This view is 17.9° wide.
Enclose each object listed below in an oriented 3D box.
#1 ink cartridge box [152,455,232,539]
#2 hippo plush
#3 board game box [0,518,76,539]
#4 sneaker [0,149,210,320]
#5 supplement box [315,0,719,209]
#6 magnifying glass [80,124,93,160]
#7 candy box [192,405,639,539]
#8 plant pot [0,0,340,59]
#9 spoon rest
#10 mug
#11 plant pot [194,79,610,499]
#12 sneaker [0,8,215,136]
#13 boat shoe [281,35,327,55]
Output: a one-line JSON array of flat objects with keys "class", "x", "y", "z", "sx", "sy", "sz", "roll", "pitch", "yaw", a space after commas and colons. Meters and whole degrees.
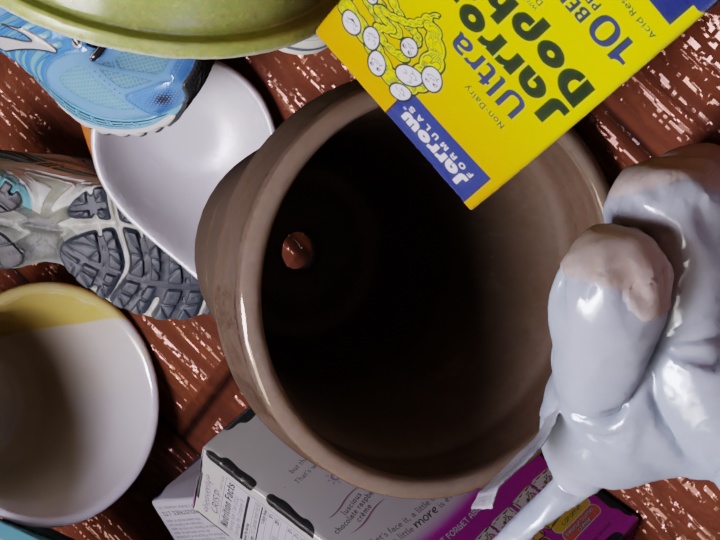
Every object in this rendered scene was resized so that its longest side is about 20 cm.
[{"class": "ink cartridge box", "x": -0.021, "y": 0.197, "z": 1.390, "sx": 0.136, "sy": 0.076, "sz": 0.200, "roll": -11, "pitch": 113, "yaw": 51}, {"class": "hippo plush", "x": 0.164, "y": 0.051, "z": 0.982, "sx": 0.161, "sy": 0.200, "sz": 0.159, "roll": 25, "pitch": 160, "yaw": 18}, {"class": "board game box", "x": -0.161, "y": 0.211, "z": 1.461, "sx": 0.151, "sy": 0.047, "sz": 0.200, "roll": 24, "pitch": 173, "yaw": 5}, {"class": "sneaker", "x": -0.151, "y": -0.035, "z": 1.328, "sx": 0.200, "sy": 0.086, "sz": 0.078, "roll": 16, "pitch": 116, "yaw": 8}, {"class": "supplement box", "x": 0.088, "y": -0.131, "z": 0.947, "sx": 0.109, "sy": 0.109, "sz": 0.200, "roll": 49, "pitch": 145, "yaw": 1}, {"class": "magnifying glass", "x": -0.169, "y": -0.150, "z": 1.278, "sx": 0.079, "sy": 0.022, "sz": 0.200, "roll": 12, "pitch": 131, "yaw": 40}, {"class": "candy box", "x": 0.028, "y": 0.131, "z": 1.226, "sx": 0.200, "sy": 0.136, "sz": 0.061, "roll": 36, "pitch": 141, "yaw": 18}, {"class": "plant pot", "x": -0.081, "y": -0.224, "z": 0.997, "sx": 0.200, "sy": 0.200, "sz": 0.185, "roll": 32, "pitch": 129, "yaw": 22}, {"class": "spoon rest", "x": -0.073, "y": -0.026, "z": 1.242, "sx": 0.200, "sy": 0.099, "sz": 0.061, "roll": 62, "pitch": -173, "yaw": -24}, {"class": "mug", "x": -0.227, "y": 0.068, "z": 1.464, "sx": 0.153, "sy": 0.149, "sz": 0.187, "roll": -6, "pitch": 79, "yaw": 59}, {"class": "plant pot", "x": 0.000, "y": 0.000, "z": 1.114, "sx": 0.175, "sy": 0.200, "sz": 0.201, "roll": 11, "pitch": 132, "yaw": 63}, {"class": "sneaker", "x": -0.165, "y": -0.134, "z": 1.181, "sx": 0.200, "sy": 0.079, "sz": 0.090, "roll": 26, "pitch": 173, "yaw": 25}, {"class": "boat shoe", "x": -0.083, "y": -0.161, "z": 1.136, "sx": 0.200, "sy": 0.075, "sz": 0.062, "roll": 34, "pitch": 151, "yaw": 25}]
